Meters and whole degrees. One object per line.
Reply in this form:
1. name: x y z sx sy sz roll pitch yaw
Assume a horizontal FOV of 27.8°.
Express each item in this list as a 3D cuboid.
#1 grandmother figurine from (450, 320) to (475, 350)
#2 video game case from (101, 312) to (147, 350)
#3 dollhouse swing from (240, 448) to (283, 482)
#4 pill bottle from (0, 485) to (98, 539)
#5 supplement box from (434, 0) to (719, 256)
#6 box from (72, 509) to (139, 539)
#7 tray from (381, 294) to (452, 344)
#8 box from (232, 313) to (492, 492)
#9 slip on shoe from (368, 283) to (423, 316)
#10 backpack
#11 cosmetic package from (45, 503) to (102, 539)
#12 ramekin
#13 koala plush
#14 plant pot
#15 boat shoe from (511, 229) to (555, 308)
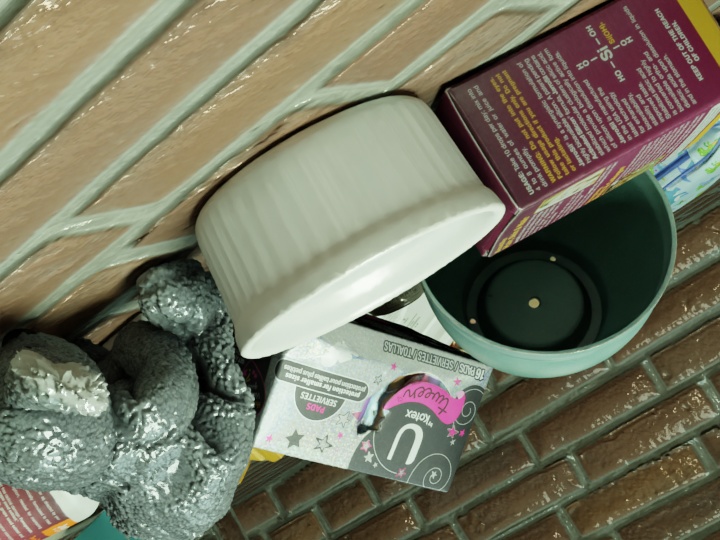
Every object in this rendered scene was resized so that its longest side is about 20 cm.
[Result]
1. grandmother figurine: 0.110 0.042 1.591 0.121 0.061 0.200 -9 -145 16
2. video game case: -0.161 0.105 1.243 0.182 0.024 0.200 15 143 -37
3. dollhouse swing: -0.100 0.185 1.598 0.200 0.182 0.176 -32 -146 17
4. pill bottle: -0.274 0.163 1.147 0.200 0.110 0.110 -25 171 -2
5. supplement box: 0.158 -0.111 1.051 0.200 0.103 0.131 -29 171 -12
6. box: -0.181 0.209 1.231 0.082 0.049 0.200 -33 175 -28
7. tray: 0.050 0.046 1.428 0.200 0.107 0.022 -55 -164 26
8. box: -0.020 0.091 1.155 0.200 0.115 0.132 18 -177 -37
9. slip on shoe: 0.000 0.000 1.322 0.076 0.061 0.200 -29 -170 -10
10. backpack: 0.278 -0.123 1.316 0.200 0.154 0.163 -20 -176 31
11. cosmetic package: -0.263 0.180 1.336 0.200 0.104 0.073 -24 169 -38
12. ramekin: -0.013 -0.031 0.971 0.200 0.098 0.200 -29 170 -5
13. koala plush: -0.187 0.099 0.977 0.177 0.184 0.200 -35 158 27
14. plant pot: 0.140 0.003 1.152 0.200 0.201 0.134 -28 154 -11
15. boat shoe: 0.146 -0.006 1.318 0.072 0.065 0.200 -19 150 -11
